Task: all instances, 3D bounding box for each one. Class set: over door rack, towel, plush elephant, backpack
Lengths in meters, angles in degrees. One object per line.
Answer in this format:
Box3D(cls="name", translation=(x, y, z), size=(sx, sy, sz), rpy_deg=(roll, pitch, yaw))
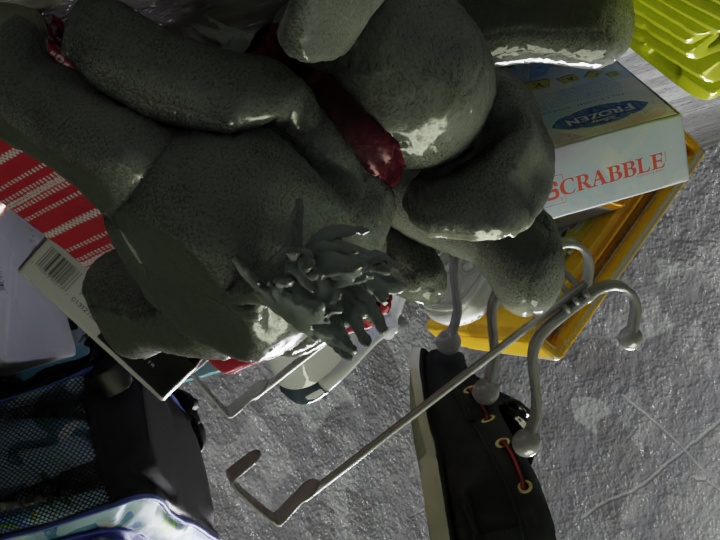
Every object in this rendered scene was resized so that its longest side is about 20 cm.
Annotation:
Box3D(cls="over door rack", translation=(0.026, 0.048, 0.994), size=(0.199, 0.067, 0.148), rpy_deg=(-27, -159, -4))
Box3D(cls="towel", translation=(-0.094, -0.026, 0.909), size=(0.144, 0.200, 0.023), rpy_deg=(-20, -144, 55))
Box3D(cls="plush elephant", translation=(-0.021, -0.054, 0.757), size=(0.199, 0.165, 0.155), rpy_deg=(17, -125, 46))
Box3D(cls="backpack", translation=(-0.187, 0.139, 1.117), size=(0.199, 0.148, 0.183), rpy_deg=(-13, 163, 6))
Box3D(cls="plush elephant", translation=(0.010, -0.055, 0.978), size=(0.199, 0.166, 0.155), rpy_deg=(11, 163, -3))

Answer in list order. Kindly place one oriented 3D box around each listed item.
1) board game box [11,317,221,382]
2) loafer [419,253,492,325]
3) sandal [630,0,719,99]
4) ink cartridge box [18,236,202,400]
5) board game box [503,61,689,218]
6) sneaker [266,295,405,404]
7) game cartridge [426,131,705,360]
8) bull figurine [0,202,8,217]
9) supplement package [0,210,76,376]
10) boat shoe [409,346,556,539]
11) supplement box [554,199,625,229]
Box3D(cls="board game box", translation=(-0.155, 0.002, 1.222), size=(0.199, 0.152, 0.047), rpy_deg=(-16, 177, 0))
Box3D(cls="loafer", translation=(0.085, -0.040, 1.242), size=(0.070, 0.070, 0.201), rpy_deg=(0, -133, 30))
Box3D(cls="sandal", translation=(0.162, -0.150, 0.969), size=(0.087, 0.079, 0.200), rpy_deg=(-53, 171, -4))
Box3D(cls="ink cartridge box", translation=(-0.093, -0.023, 1.067), size=(0.037, 0.095, 0.200), rpy_deg=(-43, -171, 30))
Box3D(cls="board game box", translation=(0.051, -0.074, 1.148), size=(0.199, 0.041, 0.200), rpy_deg=(-16, -155, -7))
Box3D(cls="sneaker", translation=(0.000, 0.000, 1.151), size=(0.073, 0.071, 0.200), rpy_deg=(8, -146, 34))
Box3D(cls="game cartridge", translation=(0.135, -0.020, 1.447), size=(0.177, 0.032, 0.200), rpy_deg=(-54, -163, -11))
Box3D(cls="bull figurine", translation=(-0.238, -0.029, 0.993), size=(0.199, 0.065, 0.121), rpy_deg=(-22, 170, 8))
Box3D(cls="supplement package", translation=(-0.277, 0.019, 1.131), size=(0.199, 0.122, 0.120), rpy_deg=(-17, 177, 11))
Box3D(cls="boat shoe", translation=(0.057, 0.093, 1.041), size=(0.063, 0.074, 0.202), rpy_deg=(-11, -159, 0))
Box3D(cls="supplement box", translation=(0.081, -0.075, 1.416), size=(0.125, 0.074, 0.200), rpy_deg=(18, 163, -23))
